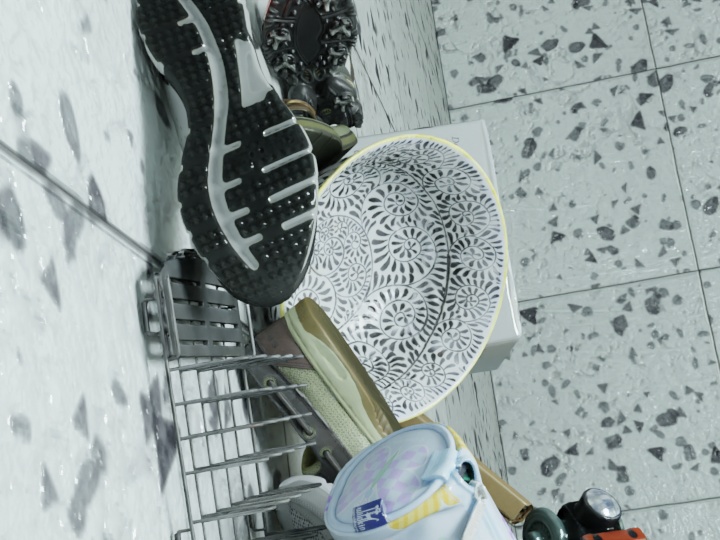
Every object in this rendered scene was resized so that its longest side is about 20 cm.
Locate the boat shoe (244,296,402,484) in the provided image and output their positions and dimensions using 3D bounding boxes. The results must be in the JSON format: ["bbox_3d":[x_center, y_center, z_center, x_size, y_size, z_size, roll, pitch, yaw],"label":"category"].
[{"bbox_3d":[-0.009,0.109,0.791,0.201,0.066,0.072,60,6,-24],"label":"boat shoe"}]

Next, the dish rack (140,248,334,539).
[{"bbox_3d":[-0.057,0.086,0.650,0.153,0.054,0.200,23,57,-80],"label":"dish rack"}]

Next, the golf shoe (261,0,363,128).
[{"bbox_3d":[-0.042,-0.194,1.011,0.200,0.078,0.095,87,-6,-62],"label":"golf shoe"}]

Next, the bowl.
[{"bbox_3d":[0.000,0.000,0.873,0.201,0.094,0.201,-11,107,-38],"label":"bowl"}]

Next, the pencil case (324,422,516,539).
[{"bbox_3d":[0.062,0.177,0.688,0.200,0.091,0.083,58,24,-22],"label":"pencil case"}]

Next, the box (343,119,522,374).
[{"bbox_3d":[0.059,-0.008,1.139,0.199,0.131,0.200,86,-4,-78],"label":"box"}]

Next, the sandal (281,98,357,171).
[{"bbox_3d":[-0.053,-0.084,0.860,0.057,0.080,0.201,52,8,0],"label":"sandal"}]

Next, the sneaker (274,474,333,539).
[{"bbox_3d":[-0.012,0.215,0.731,0.200,0.082,0.075,65,-27,19],"label":"sneaker"}]

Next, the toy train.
[{"bbox_3d":[0.153,0.258,0.927,0.114,0.085,0.200,55,-48,41],"label":"toy train"}]

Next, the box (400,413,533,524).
[{"bbox_3d":[0.050,0.125,0.972,0.200,0.021,0.163,38,-2,14],"label":"box"}]

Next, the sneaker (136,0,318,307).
[{"bbox_3d":[-0.064,-0.069,0.672,0.080,0.074,0.200,73,1,-67],"label":"sneaker"}]
